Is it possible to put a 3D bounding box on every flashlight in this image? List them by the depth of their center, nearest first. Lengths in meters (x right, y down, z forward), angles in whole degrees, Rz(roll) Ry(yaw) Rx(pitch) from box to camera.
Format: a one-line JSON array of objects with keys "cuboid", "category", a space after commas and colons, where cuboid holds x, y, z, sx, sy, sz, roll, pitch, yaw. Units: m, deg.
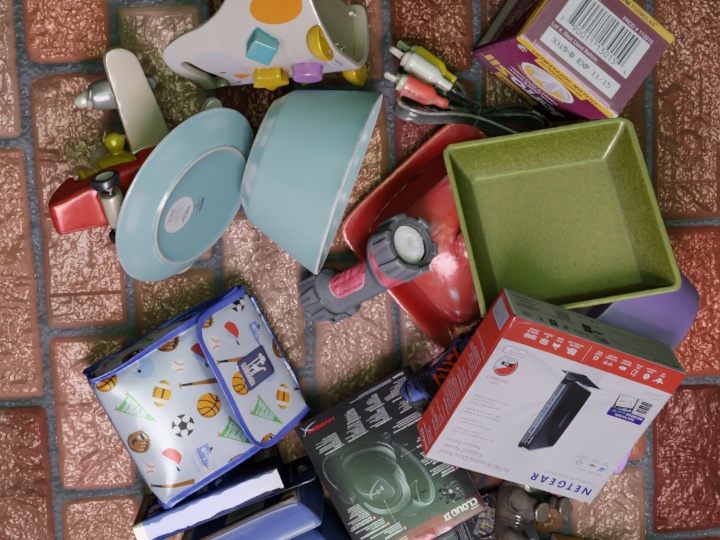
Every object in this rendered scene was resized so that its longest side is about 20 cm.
[{"cuboid": [0.000, 0.000, 1.305, 0.068, 0.200, 0.068, 9, 70, -32], "category": "flashlight"}]

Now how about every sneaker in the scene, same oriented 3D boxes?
[{"cuboid": [0.104, 0.106, 1.328, 0.075, 0.200, 0.079, 35, 117, 10], "category": "sneaker"}]

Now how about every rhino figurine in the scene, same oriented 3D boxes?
[{"cuboid": [0.183, 0.243, 1.334, 0.060, 0.087, 0.201, 22, 89, -34], "category": "rhino figurine"}]

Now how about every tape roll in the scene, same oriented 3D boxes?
[{"cuboid": [0.260, 0.056, 1.334, 0.200, 0.200, 0.085, -43, 99, 2], "category": "tape roll"}]

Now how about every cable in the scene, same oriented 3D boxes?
[{"cuboid": [0.115, -0.181, 1.338, 0.199, 0.097, 0.050, 22, 136, 0], "category": "cable"}]

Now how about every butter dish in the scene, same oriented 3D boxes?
[{"cuboid": [0.111, -0.032, 1.332, 0.200, 0.148, 0.200, -42, 101, 1], "category": "butter dish"}]

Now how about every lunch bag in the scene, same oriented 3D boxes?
[{"cuboid": [-0.173, 0.132, 1.344, 0.199, 0.124, 0.171, -30, 101, -15], "category": "lunch bag"}]

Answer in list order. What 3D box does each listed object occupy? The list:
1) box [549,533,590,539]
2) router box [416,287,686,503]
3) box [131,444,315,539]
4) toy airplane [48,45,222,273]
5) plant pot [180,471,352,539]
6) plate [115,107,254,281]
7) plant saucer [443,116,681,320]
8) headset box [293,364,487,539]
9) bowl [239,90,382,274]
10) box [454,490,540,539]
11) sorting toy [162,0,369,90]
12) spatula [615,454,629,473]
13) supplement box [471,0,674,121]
[{"cuboid": [0.318, 0.393, 1.414, 0.199, 0.152, 0.107, 12, 97, -8], "category": "box"}, {"cuboid": [0.184, 0.126, 1.201, 0.199, 0.049, 0.180, 18, 119, -21], "category": "router box"}, {"cuboid": [-0.149, 0.240, 1.358, 0.199, 0.121, 0.033, -20, 96, -3], "category": "box"}, {"cuboid": [-0.227, -0.113, 1.304, 0.199, 0.141, 0.201, 21, 87, -47], "category": "toy airplane"}, {"cuboid": [-0.094, 0.338, 1.346, 0.199, 0.200, 0.181, -25, 94, 0], "category": "plant pot"}, {"cuboid": [-0.169, -0.071, 1.260, 0.026, 0.200, 0.201, 33, 94, 22], "category": "plate"}, {"cuboid": [0.197, -0.045, 1.238, 0.198, 0.048, 0.201, -9, 65, -4], "category": "plant saucer"}, {"cuboid": [0.039, 0.228, 1.370, 0.148, 0.077, 0.201, -29, 82, -1], "category": "headset box"}, {"cuboid": [-0.058, -0.106, 1.285, 0.104, 0.201, 0.202, 19, 96, 2], "category": "bowl"}, {"cuboid": [0.133, 0.347, 1.369, 0.160, 0.200, 0.049, -19, 131, -2], "category": "box"}, {"cuboid": [-0.101, -0.230, 1.268, 0.179, 0.200, 0.107, -14, 79, 19], "category": "sorting toy"}, {"cuboid": [0.223, 0.178, 1.438, 0.199, 0.021, 0.057, 22, 97, -8], "category": "spatula"}, {"cuboid": [0.213, -0.234, 1.283, 0.131, 0.200, 0.103, 37, 89, -10], "category": "supplement box"}]
